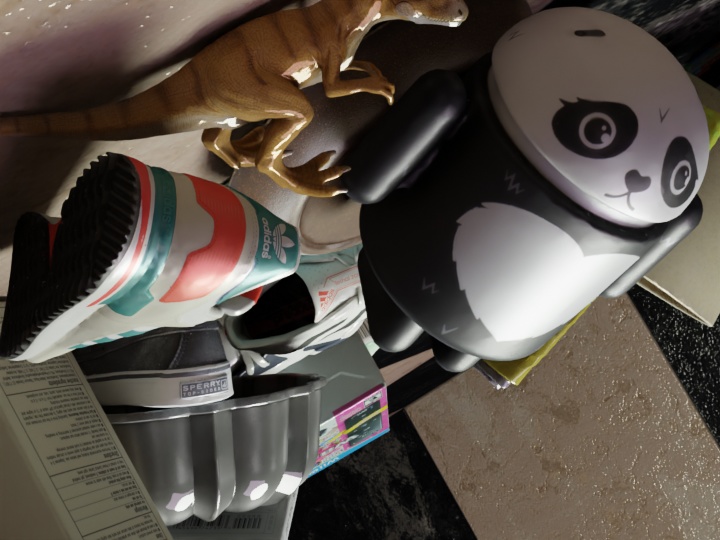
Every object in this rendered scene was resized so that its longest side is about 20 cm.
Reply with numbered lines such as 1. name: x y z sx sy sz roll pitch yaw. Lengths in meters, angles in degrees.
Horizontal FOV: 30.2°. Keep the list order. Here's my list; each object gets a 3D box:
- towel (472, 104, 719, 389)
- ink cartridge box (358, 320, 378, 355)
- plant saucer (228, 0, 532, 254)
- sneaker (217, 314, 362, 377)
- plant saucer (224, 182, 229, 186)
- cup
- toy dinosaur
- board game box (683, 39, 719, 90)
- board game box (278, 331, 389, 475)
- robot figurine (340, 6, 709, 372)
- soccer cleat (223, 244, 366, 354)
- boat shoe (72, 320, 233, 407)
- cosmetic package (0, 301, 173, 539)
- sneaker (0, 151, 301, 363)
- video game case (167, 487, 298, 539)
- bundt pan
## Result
1. towel: 0.102 -0.040 0.770 0.200 0.144 0.023 -49 137 5
2. ink cartridge box: -0.082 0.111 1.231 0.161 0.050 0.200 -21 160 -36
3. plant saucer: 0.019 -0.069 0.716 0.200 0.032 0.200 -32 163 -11
4. sneaker: -0.083 0.048 0.971 0.130 0.080 0.199 -33 -176 -36
5. plant saucer: -0.033 -0.040 0.830 0.200 0.027 0.200 -28 171 -5
6. cup: 0.218 -0.071 0.999 0.143 0.200 0.200 -56 167 4
7. toy dinosaur: -0.054 -0.075 0.554 0.200 0.060 0.106 -24 138 -5
8. board game box: 0.360 -0.143 1.027 0.057 0.166 0.200 18 141 -35
9. board game box: -0.051 0.131 1.151 0.147 0.064 0.200 -30 166 -6
10. robot figurine: 0.079 -0.034 0.655 0.200 0.125 0.150 -48 165 34
11. soccer cleat: 0.000 0.000 0.859 0.200 0.069 0.085 -28 176 17
12. boat shoe: -0.148 0.047 0.817 0.072 0.068 0.200 -6 180 -36
13. cosmetic package: -0.173 0.118 0.708 0.071 0.200 0.105 -33 169 14
14. sneaker: -0.095 0.005 0.581 0.093 0.070 0.200 12 163 -25
15. video game case: -0.142 0.146 0.957 0.200 0.022 0.182 -1 -153 6
16. bundt pan: -0.117 0.115 0.852 0.202 0.076 0.202 -6 -179 0
